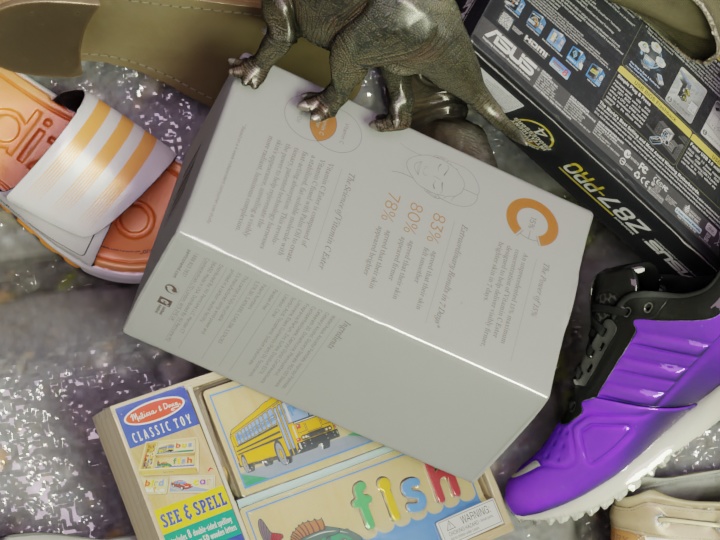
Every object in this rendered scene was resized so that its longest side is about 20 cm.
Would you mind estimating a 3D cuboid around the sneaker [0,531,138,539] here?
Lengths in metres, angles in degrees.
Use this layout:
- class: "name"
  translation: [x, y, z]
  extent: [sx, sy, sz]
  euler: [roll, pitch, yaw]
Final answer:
- class: "sneaker"
  translation: [-0.145, 0.171, 1.201]
  extent: [0.200, 0.070, 0.080]
  euler: [-1, 80, -9]

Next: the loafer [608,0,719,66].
- class: "loafer"
  translation: [0.110, -0.163, 1.179]
  extent: [0.200, 0.075, 0.070]
  euler: [39, 74, -13]

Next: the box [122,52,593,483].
- class: "box"
  translation: [0.000, 0.000, 1.198]
  extent: [0.200, 0.098, 0.125]
  euler: [24, 52, -8]

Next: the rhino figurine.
- class: "rhino figurine"
  translation: [0.046, -0.117, 1.275]
  extent: [0.060, 0.087, 0.200]
  euler: [5, 78, -47]

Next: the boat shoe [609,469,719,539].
- class: "boat shoe"
  translation: [0.228, 0.125, 1.254]
  extent: [0.200, 0.075, 0.069]
  euler: [-15, 103, -10]

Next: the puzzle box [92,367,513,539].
- class: "puzzle box"
  translation: [-0.026, 0.104, 1.216]
  extent: [0.200, 0.025, 0.133]
  euler: [-18, 83, -33]

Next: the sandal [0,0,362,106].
- class: "sandal"
  translation: [-0.100, -0.138, 1.260]
  extent: [0.211, 0.078, 0.070]
  euler: [6, 47, -23]

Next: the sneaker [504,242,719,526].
- class: "sneaker"
  translation: [0.142, 0.048, 1.232]
  extent: [0.200, 0.070, 0.100]
  euler: [-37, 91, 18]

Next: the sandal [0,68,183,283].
- class: "sandal"
  translation: [-0.170, -0.065, 1.243]
  extent: [0.206, 0.059, 0.079]
  euler: [31, 78, -2]

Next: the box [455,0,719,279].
- class: "box"
  translation: [0.146, -0.112, 1.254]
  extent: [0.200, 0.049, 0.161]
  euler: [39, 65, -21]

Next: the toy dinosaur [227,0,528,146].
- class: "toy dinosaur"
  translation: [-0.001, -0.125, 1.152]
  extent: [0.200, 0.102, 0.077]
  euler: [40, 39, 14]
